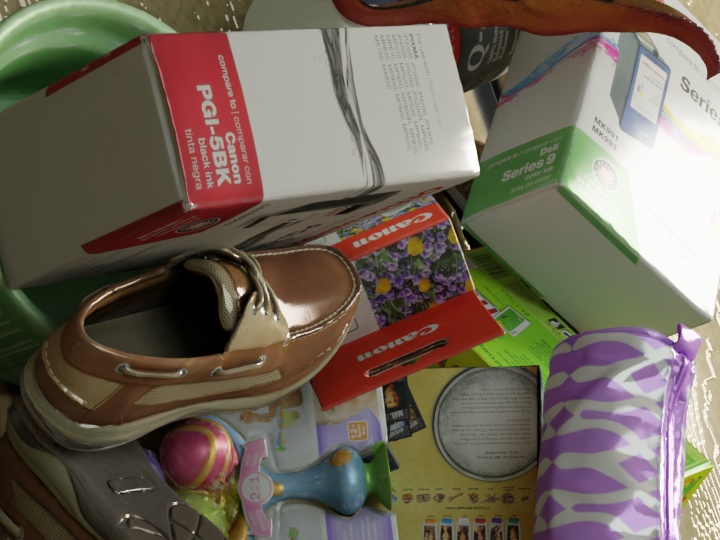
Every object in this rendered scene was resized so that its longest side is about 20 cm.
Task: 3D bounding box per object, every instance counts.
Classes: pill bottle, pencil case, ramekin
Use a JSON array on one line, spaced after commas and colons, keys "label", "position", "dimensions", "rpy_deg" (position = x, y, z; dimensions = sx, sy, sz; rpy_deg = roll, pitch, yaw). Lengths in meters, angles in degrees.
[{"label": "pill bottle", "position": [0.024, -0.157, 1.204], "dimensions": [0.200, 0.115, 0.117], "rpy_deg": [-28, 94, -46]}, {"label": "pencil case", "position": [0.131, 0.128, 0.970], "dimensions": [0.084, 0.085, 0.201], "rpy_deg": [27, 55, -36]}, {"label": "ramekin", "position": [-0.152, -0.034, 0.999], "dimensions": [0.199, 0.097, 0.202], "rpy_deg": [18, 62, -39]}]

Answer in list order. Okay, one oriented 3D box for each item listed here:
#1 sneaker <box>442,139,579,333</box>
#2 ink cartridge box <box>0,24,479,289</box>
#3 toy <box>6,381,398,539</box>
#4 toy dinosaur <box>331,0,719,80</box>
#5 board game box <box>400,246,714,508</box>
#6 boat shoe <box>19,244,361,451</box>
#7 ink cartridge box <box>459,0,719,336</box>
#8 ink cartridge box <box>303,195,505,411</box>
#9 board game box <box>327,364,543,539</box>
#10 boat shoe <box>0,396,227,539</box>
[{"label": "sneaker", "position": [0.106, 0.009, 1.262], "dimensions": [0.200, 0.109, 0.070], "rpy_deg": [44, 43, 19]}, {"label": "ink cartridge box", "position": [-0.061, -0.057, 0.918], "dimensions": [0.199, 0.146, 0.084], "rpy_deg": [-10, 83, -45]}, {"label": "toy", "position": [-0.079, 0.112, 0.974], "dimensions": [0.198, 0.047, 0.116], "rpy_deg": [-4, 73, -10]}, {"label": "toy dinosaur", "position": [0.080, -0.167, 1.083], "dimensions": [0.181, 0.105, 0.201], "rpy_deg": [-29, 68, -5]}, {"label": "board game box", "position": [0.101, 0.072, 1.111], "dimensions": [0.200, 0.048, 0.101], "rpy_deg": [45, 32, 24]}, {"label": "boat shoe", "position": [-0.069, 0.026, 0.913], "dimensions": [0.199, 0.072, 0.076], "rpy_deg": [-24, 66, -43]}, {"label": "ink cartridge box", "position": [0.158, -0.075, 1.166], "dimensions": [0.145, 0.087, 0.201], "rpy_deg": [40, 49, -26]}, {"label": "ink cartridge box", "position": [0.000, 0.000, 1.045], "dimensions": [0.108, 0.200, 0.051], "rpy_deg": [-23, 112, -4]}, {"label": "board game box", "position": [-0.001, 0.122, 1.028], "dimensions": [0.035, 0.198, 0.136], "rpy_deg": [69, 22, -64]}, {"label": "boat shoe", "position": [-0.111, 0.144, 0.896], "dimensions": [0.075, 0.072, 0.200], "rpy_deg": [8, 33, -50]}]
